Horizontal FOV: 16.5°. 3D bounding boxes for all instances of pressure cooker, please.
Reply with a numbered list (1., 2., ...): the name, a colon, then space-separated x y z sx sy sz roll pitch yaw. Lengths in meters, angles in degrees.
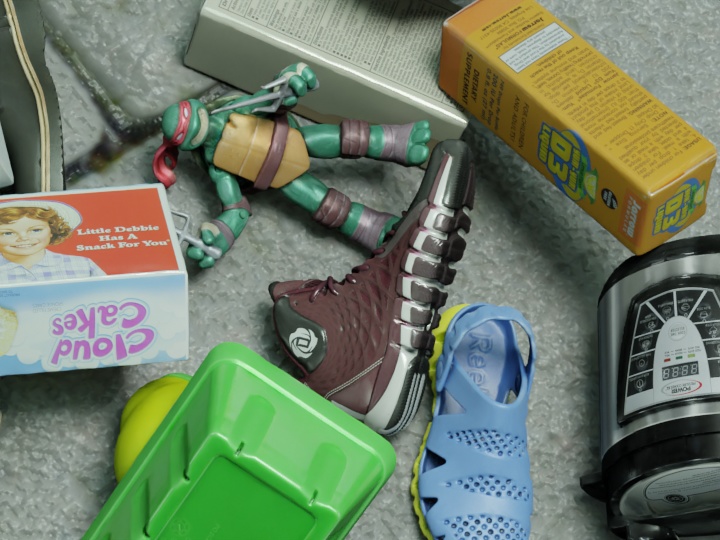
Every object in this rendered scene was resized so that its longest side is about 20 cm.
1. pressure cooker: 0.244 0.095 1.615 0.178 0.176 0.200 8 64 -12

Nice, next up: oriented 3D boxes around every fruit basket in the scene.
1. fruit basket: -0.089 0.143 1.527 0.155 0.216 0.216 34 62 -5

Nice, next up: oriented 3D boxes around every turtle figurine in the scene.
1. turtle figurine: -0.060 -0.078 1.654 0.200 0.150 0.101 14 24 -20

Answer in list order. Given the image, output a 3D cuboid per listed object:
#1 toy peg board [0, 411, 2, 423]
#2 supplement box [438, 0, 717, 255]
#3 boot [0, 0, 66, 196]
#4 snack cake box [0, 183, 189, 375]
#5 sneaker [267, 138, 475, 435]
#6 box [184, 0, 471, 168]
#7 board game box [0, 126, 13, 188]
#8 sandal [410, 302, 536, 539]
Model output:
1. toy peg board: -0.328 0.142 1.493 0.200 0.098 0.199 12 63 -9
2. supplement box: 0.140 -0.101 1.625 0.069 0.067 0.200 -34 59 -27
3. boot: -0.271 -0.104 1.646 0.138 0.078 0.200 -9 56 -12
4. snack cake box: -0.213 0.007 1.545 0.200 0.067 0.115 -5 30 -10
5. sneaker: 0.000 0.000 1.629 0.115 0.076 0.200 15 85 15
6. box: -0.012 -0.157 1.725 0.200 0.078 0.095 24 62 -2
7. board game box: -0.339 -0.102 1.590 0.200 0.064 0.148 -18 69 2
8. sandal: 0.079 0.103 1.621 0.079 0.087 0.200 4 66 -14
